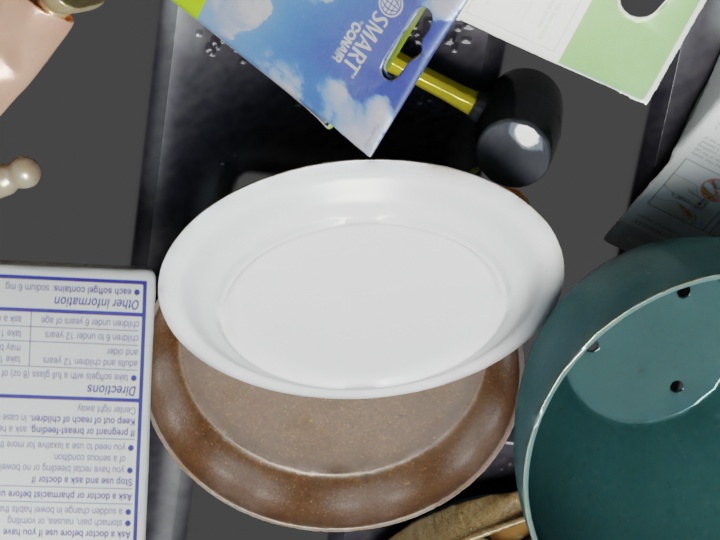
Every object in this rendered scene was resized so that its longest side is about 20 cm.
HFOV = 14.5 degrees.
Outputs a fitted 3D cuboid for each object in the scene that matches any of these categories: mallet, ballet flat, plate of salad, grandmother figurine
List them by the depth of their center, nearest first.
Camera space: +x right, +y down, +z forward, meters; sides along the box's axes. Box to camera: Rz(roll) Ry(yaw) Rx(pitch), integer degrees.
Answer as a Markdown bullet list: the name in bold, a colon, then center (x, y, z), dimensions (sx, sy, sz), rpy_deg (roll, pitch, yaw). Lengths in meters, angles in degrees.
- **mallet**: center (0.009, -0.100, 1.373), dimensions (0.199, 0.066, 0.041), rpy_deg (24, 120, -12)
- **plate of salad**: center (0.000, 0.000, 1.395), dimensions (0.199, 0.048, 0.200), rpy_deg (-3, 145, -2)
- **grandmother figurine**: center (-0.207, -0.080, 1.396), dimensions (0.121, 0.061, 0.200), rpy_deg (48, 117, 6)
- **ballet flat**: center (0.095, 0.153, 1.510), dimensions (0.199, 0.072, 0.068), rpy_deg (-18, 121, 11)

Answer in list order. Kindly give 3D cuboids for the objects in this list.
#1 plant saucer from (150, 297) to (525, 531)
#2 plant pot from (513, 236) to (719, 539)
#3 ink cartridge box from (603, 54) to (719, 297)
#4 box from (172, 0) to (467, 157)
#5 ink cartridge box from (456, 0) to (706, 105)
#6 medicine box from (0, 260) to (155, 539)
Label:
- **plant saucer**: center (-0.014, 0.046, 1.480), dimensions (0.199, 0.035, 0.201), rpy_deg (0, 120, 0)
- **plant pot**: center (0.162, 0.063, 1.409), dimensions (0.199, 0.135, 0.201), rpy_deg (-5, 116, -9)
- **ink cartridge box**: center (0.240, -0.057, 1.420), dimensions (0.162, 0.057, 0.200), rpy_deg (25, 138, -14)
- **box**: center (-0.037, -0.160, 1.299), dimensions (0.200, 0.048, 0.122), rpy_deg (38, 120, 10)
- **ink cartridge box**: center (0.077, -0.182, 1.333), dimensions (0.199, 0.048, 0.146), rpy_deg (22, 118, -12)
- **medicine box**: center (-0.201, 0.095, 1.402), dimensions (0.181, 0.103, 0.201), rpy_deg (3, 88, -15)
